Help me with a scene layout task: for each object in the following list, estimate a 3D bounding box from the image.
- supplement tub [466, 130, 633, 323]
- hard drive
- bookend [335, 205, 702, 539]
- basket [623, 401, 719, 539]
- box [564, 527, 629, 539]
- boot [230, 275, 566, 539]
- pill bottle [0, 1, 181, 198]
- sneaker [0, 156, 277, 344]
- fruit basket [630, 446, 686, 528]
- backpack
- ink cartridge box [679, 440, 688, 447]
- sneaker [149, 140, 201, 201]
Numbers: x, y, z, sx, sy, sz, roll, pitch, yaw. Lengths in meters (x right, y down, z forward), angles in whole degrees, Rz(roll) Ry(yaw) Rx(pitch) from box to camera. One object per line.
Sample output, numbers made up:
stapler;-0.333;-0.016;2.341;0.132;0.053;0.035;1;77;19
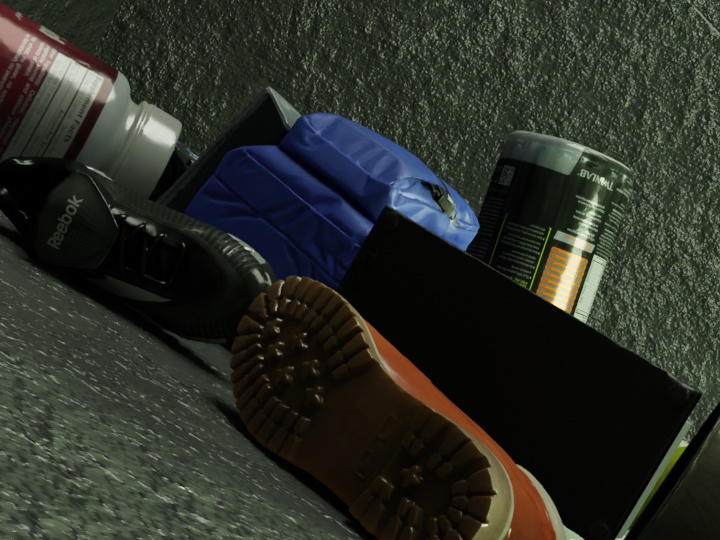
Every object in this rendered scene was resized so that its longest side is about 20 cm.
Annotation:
supplement tub;0.157;-0.013;1.328;0.122;0.201;0.123;20;-1;0
hard drive;-0.059;-0.034;1.107;0.042;0.135;0.200;41;-5;34
bookend;0.103;0.069;0.843;0.200;0.092;0.199;32;3;27
basket;0.215;0.164;0.671;0.200;0.136;0.180;35;-2;13
box;0.083;0.131;0.867;0.199;0.036;0.144;28;3;-35
boot;0.016;0.080;0.702;0.107;0.075;0.200;33;8;-48
pill bottle;-0.237;-0.115;1.072;0.199;0.115;0.114;30;2;-16
sneaker;-0.137;-0.015;0.842;0.199;0.067;0.090;27;3;31
fruit basket;0.293;0.189;1.167;0.215;0.156;0.216;41;14;-12
backpack;0.000;0.000;1.018;0.163;0.168;0.200;46;8;32
ink cartridge box;0.270;0.190;1.410;0.200;0.084;0.145;29;3;-41
sneaker;-0.118;-0.057;1.199;0.200;0.073;0.082;37;8;-13
